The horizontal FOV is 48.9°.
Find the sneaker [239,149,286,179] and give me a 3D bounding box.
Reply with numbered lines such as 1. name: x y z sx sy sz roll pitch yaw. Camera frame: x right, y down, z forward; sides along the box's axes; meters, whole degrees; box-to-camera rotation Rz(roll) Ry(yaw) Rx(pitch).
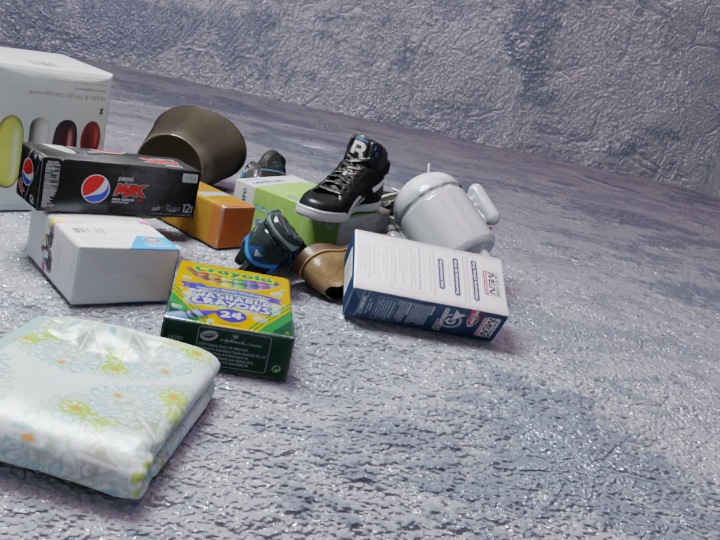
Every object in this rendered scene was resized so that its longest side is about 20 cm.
1. sneaker: -0.172 -0.174 1.519 0.082 0.073 0.200 30 23 -2

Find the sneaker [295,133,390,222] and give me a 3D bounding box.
1. sneaker: -0.023 -0.136 1.111 0.073 0.112 0.200 20 19 21

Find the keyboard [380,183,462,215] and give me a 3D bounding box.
1. keyboard: 0.077 -0.106 1.335 0.200 0.021 0.127 -18 -11 4

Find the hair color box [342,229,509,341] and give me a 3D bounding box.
1. hair color box: 0.080 0.020 1.002 0.200 0.061 0.100 11 48 -10

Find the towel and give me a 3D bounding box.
1. towel: -0.216 0.095 0.622 0.171 0.048 0.200 14 17 3

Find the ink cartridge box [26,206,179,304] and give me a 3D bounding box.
1. ink cartridge box: -0.308 -0.030 0.917 0.115 0.068 0.200 1 21 -40

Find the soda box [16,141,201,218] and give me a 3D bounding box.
1. soda box: -0.296 -0.106 0.946 0.200 0.063 0.071 1 21 -43

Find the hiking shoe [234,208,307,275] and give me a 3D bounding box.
1. hiking shoe: -0.125 -0.032 1.054 0.074 0.087 0.200 52 -2 3

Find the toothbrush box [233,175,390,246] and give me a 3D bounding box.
1. toothbrush box: -0.079 -0.078 1.219 0.200 0.086 0.146 23 20 26

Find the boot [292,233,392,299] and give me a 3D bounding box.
1. boot: 0.000 0.000 1.091 0.200 0.074 0.075 -13 50 -48

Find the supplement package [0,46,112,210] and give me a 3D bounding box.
1. supplement package: -0.478 -0.200 1.110 0.147 0.200 0.191 27 22 36

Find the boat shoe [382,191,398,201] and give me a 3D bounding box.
1. boat shoe: 0.016 -0.119 1.448 0.199 0.075 0.066 -15 44 -41

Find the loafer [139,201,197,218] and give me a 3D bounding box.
1. loafer: -0.328 -0.103 1.085 0.200 0.068 0.076 -12 24 -20

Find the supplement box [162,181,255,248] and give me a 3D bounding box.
1. supplement box: -0.250 -0.097 1.184 0.200 0.067 0.069 25 20 33

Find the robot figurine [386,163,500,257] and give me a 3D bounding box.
1. robot figurine: 0.123 -0.064 1.186 0.200 0.169 0.113 60 -7 20

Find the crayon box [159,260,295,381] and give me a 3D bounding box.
1. crayon box: -0.139 0.043 0.843 0.125 0.052 0.200 10 17 -11

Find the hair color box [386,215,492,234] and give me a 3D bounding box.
1. hair color box: 0.132 -0.057 1.357 0.101 0.061 0.200 24 19 33

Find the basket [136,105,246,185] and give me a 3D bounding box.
1. basket: -0.305 -0.200 1.373 0.180 0.136 0.200 18 20 -2
